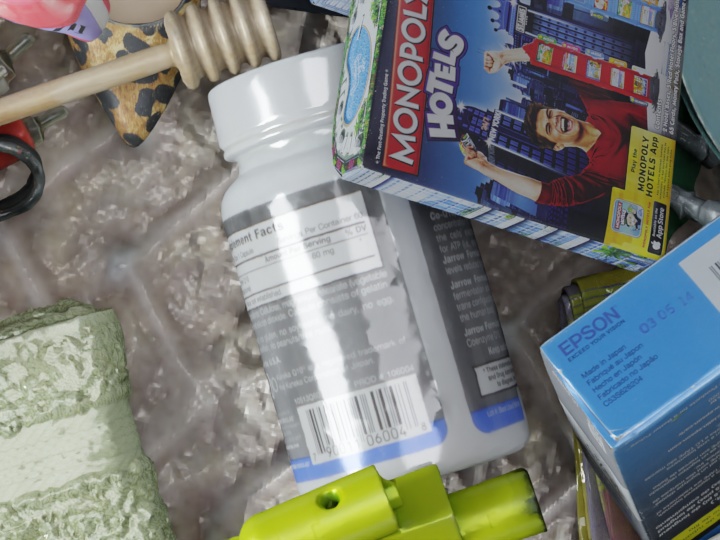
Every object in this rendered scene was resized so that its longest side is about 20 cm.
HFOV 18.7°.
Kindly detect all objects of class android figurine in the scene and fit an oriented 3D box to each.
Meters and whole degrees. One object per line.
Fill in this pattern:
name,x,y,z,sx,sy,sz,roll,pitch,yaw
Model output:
android figurine,-0.007,0.156,0.991,0.199,0.183,0.041,-20,47,-2

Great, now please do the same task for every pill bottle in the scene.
pill bottle,0.000,0.000,1.024,0.113,0.114,0.201,-15,87,-12

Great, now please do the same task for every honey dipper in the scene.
honey dipper,-0.135,-0.084,0.998,0.199,0.038,0.038,-18,88,-3

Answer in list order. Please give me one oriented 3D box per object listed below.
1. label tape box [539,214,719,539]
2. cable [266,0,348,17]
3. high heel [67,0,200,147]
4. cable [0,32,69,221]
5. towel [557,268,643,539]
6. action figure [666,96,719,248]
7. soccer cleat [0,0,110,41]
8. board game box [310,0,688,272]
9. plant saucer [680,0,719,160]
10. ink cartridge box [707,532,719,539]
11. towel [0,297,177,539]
label tape box,0.171,0.056,1.017,0.144,0.200,0.063,-35,60,-3
cable,0.016,-0.202,1.086,0.199,0.051,0.164,5,79,-8
high heel,-0.107,-0.164,1.004,0.071,0.143,0.201,0,84,-7
cable,-0.229,-0.041,1.033,0.199,0.050,0.097,-33,103,0
towel,0.196,0.058,1.091,0.199,0.023,0.145,-11,97,-11
action figure,0.096,-0.088,1.062,0.199,0.055,0.119,27,68,-21
soccer cleat,-0.199,-0.165,1.014,0.199,0.077,0.067,30,78,26
board game box,0.046,-0.114,0.982,0.199,0.062,0.201,17,67,-19
plant saucer,0.221,-0.113,1.093,0.199,0.036,0.201,8,75,-29
ink cartridge box,0.169,0.222,1.059,0.199,0.045,0.177,-27,120,-16
towel,-0.192,0.105,1.017,0.199,0.036,0.149,-15,88,-12
